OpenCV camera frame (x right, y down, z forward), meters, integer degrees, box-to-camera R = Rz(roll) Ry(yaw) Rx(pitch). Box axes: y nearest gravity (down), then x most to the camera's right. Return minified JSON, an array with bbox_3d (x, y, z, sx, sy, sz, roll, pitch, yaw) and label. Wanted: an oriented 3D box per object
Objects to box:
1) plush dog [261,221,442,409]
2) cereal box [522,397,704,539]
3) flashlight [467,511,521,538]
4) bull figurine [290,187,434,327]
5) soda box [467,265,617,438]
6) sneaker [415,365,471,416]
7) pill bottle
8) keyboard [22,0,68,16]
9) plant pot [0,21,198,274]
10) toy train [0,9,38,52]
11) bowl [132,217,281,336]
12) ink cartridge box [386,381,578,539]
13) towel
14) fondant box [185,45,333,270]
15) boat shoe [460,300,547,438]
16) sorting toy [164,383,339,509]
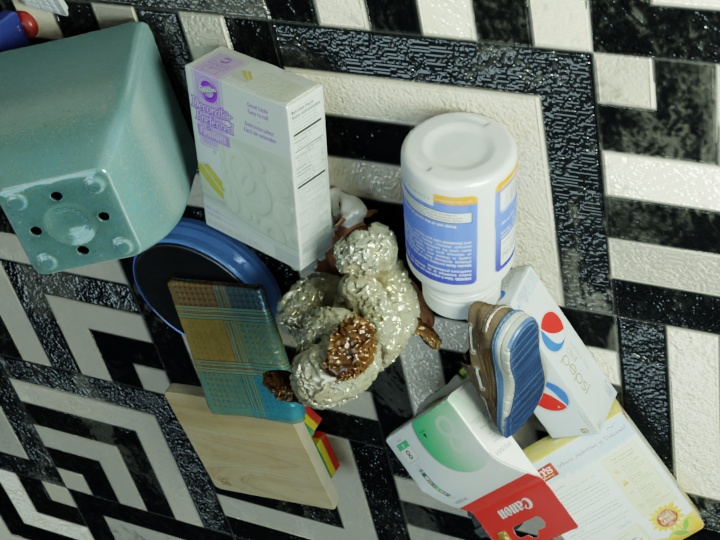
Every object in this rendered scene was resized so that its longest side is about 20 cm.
[{"bbox_3d":[-0.012,0.074,1.399,0.160,0.172,0.200,43,140,-5],"label":"plush dog"},{"bbox_3d":[0.283,0.255,1.560,0.144,0.040,0.200,-32,114,13],"label":"cereal box"},{"bbox_3d":[0.217,0.276,1.666,0.200,0.068,0.068,-32,73,45],"label":"flashlight"},{"bbox_3d":[0.000,0.000,1.510,0.121,0.065,0.200,-13,121,48],"label":"bull figurine"},{"bbox_3d":[0.197,0.091,1.475,0.068,0.064,0.200,-13,124,42],"label":"soda box"},{"bbox_3d":[0.127,0.166,1.571,0.081,0.074,0.200,66,149,21],"label":"sneaker"},{"bbox_3d":[0.098,-0.048,1.351,0.112,0.112,0.200,16,139,19],"label":"pill bottle"},{"bbox_3d":[-0.359,-0.328,1.389,0.056,0.011,0.200,11,155,18],"label":"keyboard"},{"bbox_3d":[-0.292,-0.110,1.423,0.196,0.200,0.196,-12,130,6],"label":"plant pot"},{"bbox_3d":[-0.408,-0.208,1.552,0.116,0.085,0.200,20,142,32],"label":"toy train"},{"bbox_3d":[-0.193,0.023,1.684,0.200,0.039,0.201,19,141,16],"label":"bowl"},{"bbox_3d":[0.132,0.238,1.536,0.200,0.050,0.161,55,146,6],"label":"ink cartridge box"},{"bbox_3d":[-0.150,0.098,1.668,0.146,0.022,0.200,4,123,30],"label":"towel"},{"bbox_3d":[-0.103,-0.116,1.409,0.144,0.058,0.200,25,134,32],"label":"fondant box"},{"bbox_3d":[0.147,0.097,1.417,0.072,0.072,0.200,33,149,28],"label":"boat shoe"},{"bbox_3d":[-0.134,0.218,1.833,0.200,0.070,0.199,5,134,31],"label":"sorting toy"}]
